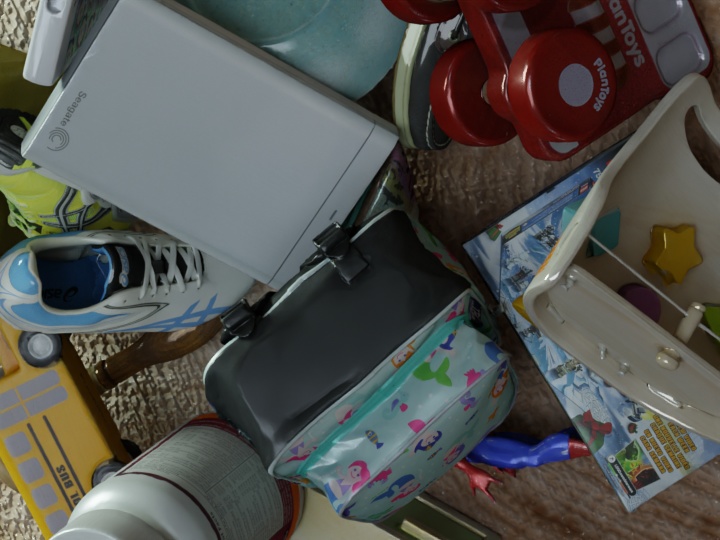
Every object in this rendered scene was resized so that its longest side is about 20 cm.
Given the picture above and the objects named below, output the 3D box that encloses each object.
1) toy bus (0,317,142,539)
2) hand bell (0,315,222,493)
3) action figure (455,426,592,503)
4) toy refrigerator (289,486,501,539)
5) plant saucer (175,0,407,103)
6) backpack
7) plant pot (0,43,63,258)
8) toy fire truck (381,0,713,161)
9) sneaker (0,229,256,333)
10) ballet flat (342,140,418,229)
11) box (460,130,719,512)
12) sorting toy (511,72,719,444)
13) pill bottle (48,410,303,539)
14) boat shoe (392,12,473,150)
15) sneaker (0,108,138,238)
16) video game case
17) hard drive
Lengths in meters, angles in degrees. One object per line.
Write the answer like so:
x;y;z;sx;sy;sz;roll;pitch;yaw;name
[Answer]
-0.205;0.115;1.512;0.078;0.065;0.201;-26;100;4;toy bus
-0.175;0.072;1.567;0.199;0.104;0.105;-29;93;16;hand bell
0.087;0.121;1.469;0.199;0.065;0.052;8;100;19;action figure
-0.009;0.171;1.520;0.199;0.076;0.070;29;115;14;toy refrigerator
-0.060;-0.192;1.401;0.199;0.039;0.203;-1;81;7;plant saucer
0.008;0.064;1.369;0.177;0.200;0.151;-41;81;-1;backpack
-0.314;-0.080;1.511;0.199;0.176;0.201;21;112;24;plant pot
0.115;-0.171;1.311;0.112;0.168;0.201;1;120;60;toy fire truck
-0.150;0.005;1.468;0.072;0.199;0.072;-21;78;56;sneaker
0.000;0.000;1.476;0.071;0.069;0.201;28;120;-7;ballet flat
0.172;0.031;1.388;0.136;0.040;0.201;-32;92;2;box
0.200;-0.014;1.322;0.200;0.107;0.181;36;76;-22;sorting toy
-0.122;0.171;1.413;0.109;0.200;0.110;7;109;22;pill bottle
0.073;-0.165;1.384;0.066;0.072;0.202;22;109;21;boat shoe
-0.205;-0.049;1.462;0.076;0.200;0.075;-48;65;7;sneaker
-0.161;-0.230;1.395;0.024;0.200;0.183;17;113;0;video game case
-0.093;-0.081;1.379;0.199;0.027;0.132;28;111;-19;hard drive
